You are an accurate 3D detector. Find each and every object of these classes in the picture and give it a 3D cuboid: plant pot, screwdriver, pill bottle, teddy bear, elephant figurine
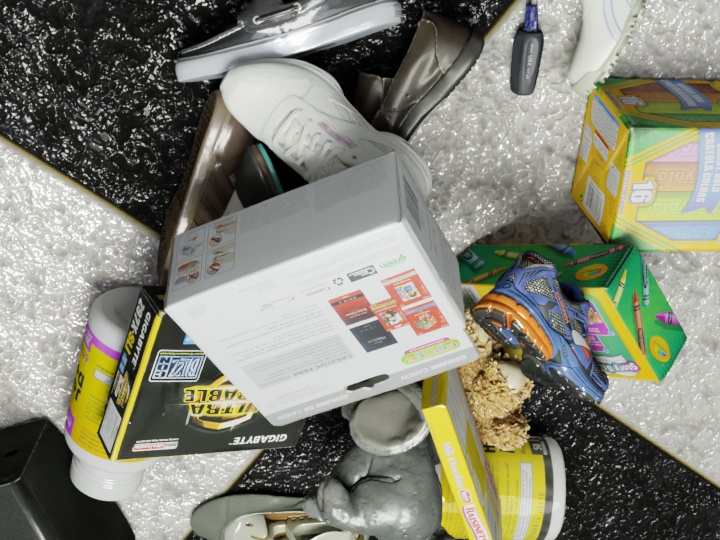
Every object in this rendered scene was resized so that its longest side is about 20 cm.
[{"bbox_3d":[-0.356,0.267,1.070,0.199,0.200,0.178,-14,109,1],"label":"plant pot"},{"bbox_3d":[0.150,-0.249,0.936,0.029,0.028,0.201,10,119,20],"label":"screwdriver"},{"bbox_3d":[0.109,0.228,1.140,0.199,0.111,0.112,3,118,-5],"label":"pill bottle"},{"bbox_3d":[-0.229,0.124,1.048,0.104,0.104,0.201,13,116,-14],"label":"pill bottle"},{"bbox_3d":[0.118,0.113,1.045,0.067,0.200,0.145,-34,83,-10],"label":"teddy bear"},{"bbox_3d":[0.027,0.151,1.030,0.154,0.141,0.201,19,80,-15],"label":"elephant figurine"}]

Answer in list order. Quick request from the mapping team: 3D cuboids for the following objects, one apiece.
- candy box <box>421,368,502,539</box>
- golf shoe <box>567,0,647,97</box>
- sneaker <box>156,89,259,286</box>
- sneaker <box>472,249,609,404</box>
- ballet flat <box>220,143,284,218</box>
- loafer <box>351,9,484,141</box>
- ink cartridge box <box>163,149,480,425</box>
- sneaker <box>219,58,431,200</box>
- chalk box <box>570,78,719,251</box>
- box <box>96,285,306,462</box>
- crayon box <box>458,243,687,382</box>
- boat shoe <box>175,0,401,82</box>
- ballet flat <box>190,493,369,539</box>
[{"bbox_3d":[0.096,0.174,0.991,0.026,0.102,0.201,-15,116,11],"label":"candy box"},{"bbox_3d":[0.208,-0.254,0.926,0.097,0.078,0.201,22,109,1],"label":"golf shoe"},{"bbox_3d":[-0.128,-0.062,0.979,0.075,0.071,0.201,14,117,-20],"label":"sneaker"},{"bbox_3d":[0.171,0.053,0.912,0.079,0.075,0.200,-59,141,-11],"label":"sneaker"},{"bbox_3d":[-0.081,-0.033,0.963,0.068,0.068,0.200,-27,145,0],"label":"ballet flat"},{"bbox_3d":[0.022,-0.150,0.955,0.071,0.073,0.200,39,107,-11],"label":"loafer"},{"bbox_3d":[-0.025,0.023,0.862,0.199,0.084,0.176,-19,133,15],"label":"ink cartridge box"},{"bbox_3d":[-0.026,-0.104,0.880,0.199,0.100,0.075,31,117,-9],"label":"sneaker"},{"bbox_3d":[0.312,-0.098,0.983,0.199,0.125,0.124,-1,119,-7],"label":"chalk box"},{"bbox_3d":[-0.126,0.094,0.992,0.199,0.049,0.160,3,118,-38],"label":"box"},{"bbox_3d":[0.188,0.037,1.007,0.058,0.199,0.119,-52,121,-27],"label":"crayon box"},{"bbox_3d":[-0.067,-0.213,0.910,0.199,0.070,0.067,-15,97,9],"label":"boat shoe"},{"bbox_3d":[-0.086,0.281,1.175,0.199,0.064,0.068,-2,119,-6],"label":"ballet flat"}]
